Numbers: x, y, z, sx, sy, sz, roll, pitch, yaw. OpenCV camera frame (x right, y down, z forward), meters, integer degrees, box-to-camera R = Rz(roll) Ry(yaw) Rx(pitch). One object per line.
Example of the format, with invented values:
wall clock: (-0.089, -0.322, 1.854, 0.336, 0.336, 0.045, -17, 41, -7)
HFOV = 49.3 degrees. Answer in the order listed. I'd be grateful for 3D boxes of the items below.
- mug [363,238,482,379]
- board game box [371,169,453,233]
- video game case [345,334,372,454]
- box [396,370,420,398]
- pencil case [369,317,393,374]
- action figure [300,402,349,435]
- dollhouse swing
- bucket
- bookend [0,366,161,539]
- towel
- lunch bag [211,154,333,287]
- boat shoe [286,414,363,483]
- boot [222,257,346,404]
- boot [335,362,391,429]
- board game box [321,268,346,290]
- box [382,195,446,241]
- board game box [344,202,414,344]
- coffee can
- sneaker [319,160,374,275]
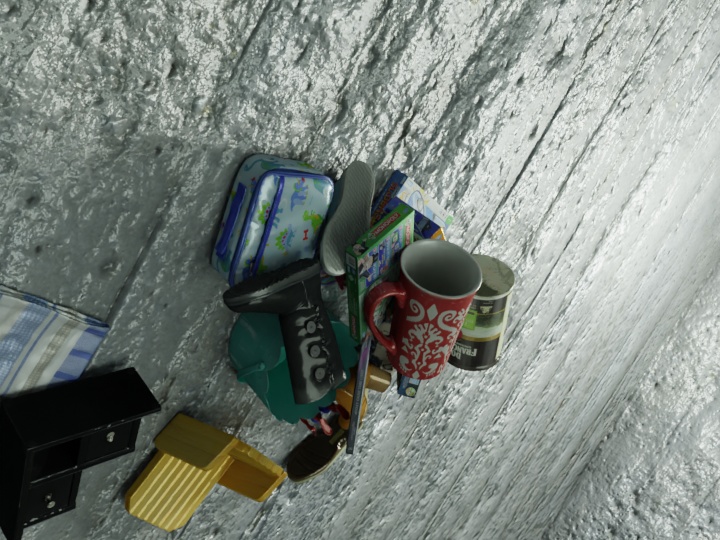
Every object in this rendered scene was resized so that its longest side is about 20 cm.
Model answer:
mug: (0.090, 0.065, 1.276, 0.135, 0.172, 0.203, -80, -179, -49)
board game box: (0.087, -0.084, 1.460, 0.137, 0.034, 0.199, -57, 143, 2)
video game case: (-0.003, 0.208, 1.378, 0.143, 0.018, 0.206, 94, 5, -87)
box: (0.106, 0.135, 1.541, 0.037, 0.201, 0.140, 14, 115, -5)
pencil case: (0.053, 0.113, 1.540, 0.089, 0.077, 0.204, -27, 138, -55)
action figure: (-0.079, 0.258, 1.433, 0.065, 0.199, 0.052, -41, 106, -15)
dollhouse swing: (-0.262, 0.370, 1.327, 0.179, 0.178, 0.201, -64, 148, -21)
bucket: (-0.116, 0.138, 1.323, 0.204, 0.134, 0.211, -27, 135, -31)
bookend: (-0.408, 0.263, 1.116, 0.196, 0.092, 0.203, -11, 133, -45)
towel: (-0.439, 0.105, 1.030, 0.149, 0.024, 0.199, -56, 144, 2)
lunch bag: (-0.135, -0.067, 1.190, 0.158, 0.082, 0.204, 4, 114, -46)
boat shoe: (-0.069, 0.373, 1.622, 0.198, 0.072, 0.077, -35, 156, -22)
boot: (-0.109, 0.104, 1.168, 0.162, 0.065, 0.205, -20, 111, -28)
boot: (-0.043, 0.231, 1.528, 0.141, 0.072, 0.202, 20, 134, -20)
board game box: (0.000, 0.000, 1.336, 0.156, 0.040, 0.200, -31, 170, 8)
box: (0.108, -0.046, 1.383, 0.041, 0.118, 0.202, -41, 142, -13)
board game box: (0.032, 0.008, 1.249, 0.134, 0.029, 0.203, -41, 147, -31)
coffee can: (0.246, 0.090, 1.682, 0.144, 0.146, 0.204, -25, 134, -33)
sneaker: (-0.026, -0.072, 1.252, 0.082, 0.073, 0.204, -43, -155, 59)
